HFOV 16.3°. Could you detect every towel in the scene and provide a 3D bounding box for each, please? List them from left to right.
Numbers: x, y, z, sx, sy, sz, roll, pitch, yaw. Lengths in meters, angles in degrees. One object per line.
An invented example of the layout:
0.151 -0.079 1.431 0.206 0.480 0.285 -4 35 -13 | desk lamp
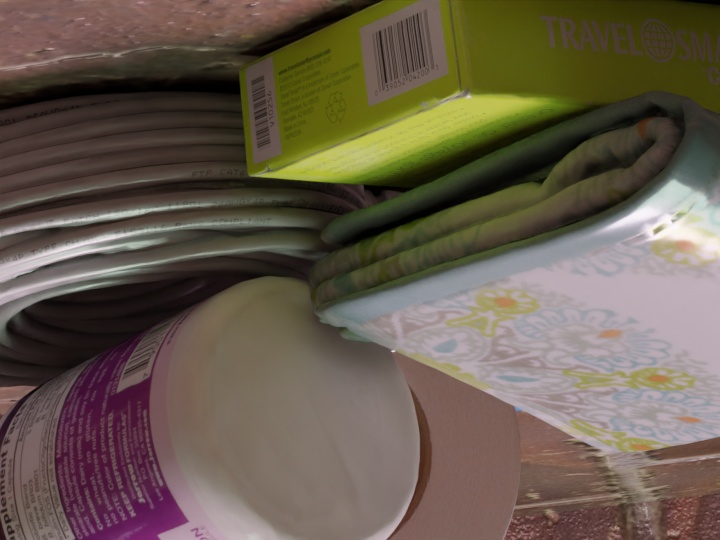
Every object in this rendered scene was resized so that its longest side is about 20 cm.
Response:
0.101 0.007 0.885 0.171 0.048 0.200 24 153 -34 | towel

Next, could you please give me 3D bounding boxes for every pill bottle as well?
-0.079 0.083 0.970 0.112 0.112 0.200 3 160 -41 | pill bottle

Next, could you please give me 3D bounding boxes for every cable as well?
-0.092 -0.008 0.977 0.200 0.069 0.200 -21 159 35 | cable

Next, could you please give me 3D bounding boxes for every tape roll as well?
-0.022 0.091 1.237 0.203 0.203 0.037 -4 170 -12 | tape roll

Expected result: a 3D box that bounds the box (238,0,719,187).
0.073 -0.060 0.888 0.200 0.048 0.122 2 167 -38 | box

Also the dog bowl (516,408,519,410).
0.085 0.070 1.611 0.200 0.050 0.111 -15 166 42 | dog bowl

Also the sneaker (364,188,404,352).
0.039 0.005 1.144 0.200 0.078 0.112 -7 169 3 | sneaker

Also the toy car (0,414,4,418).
-0.232 0.074 1.069 0.177 0.185 0.200 -14 168 39 | toy car
